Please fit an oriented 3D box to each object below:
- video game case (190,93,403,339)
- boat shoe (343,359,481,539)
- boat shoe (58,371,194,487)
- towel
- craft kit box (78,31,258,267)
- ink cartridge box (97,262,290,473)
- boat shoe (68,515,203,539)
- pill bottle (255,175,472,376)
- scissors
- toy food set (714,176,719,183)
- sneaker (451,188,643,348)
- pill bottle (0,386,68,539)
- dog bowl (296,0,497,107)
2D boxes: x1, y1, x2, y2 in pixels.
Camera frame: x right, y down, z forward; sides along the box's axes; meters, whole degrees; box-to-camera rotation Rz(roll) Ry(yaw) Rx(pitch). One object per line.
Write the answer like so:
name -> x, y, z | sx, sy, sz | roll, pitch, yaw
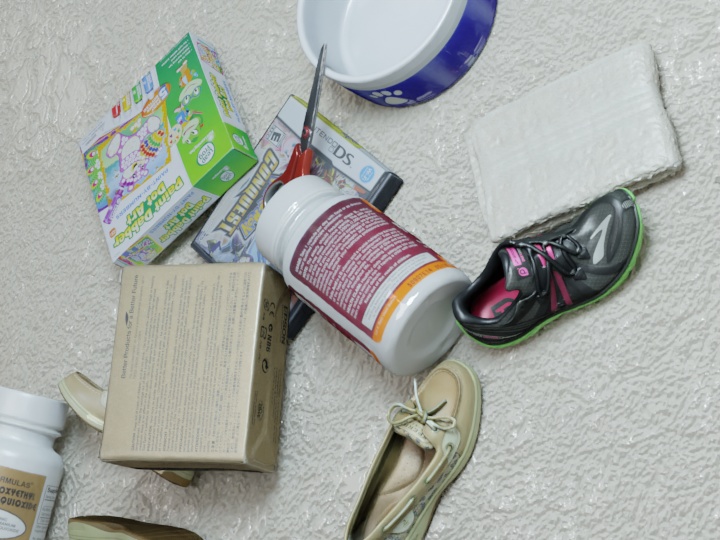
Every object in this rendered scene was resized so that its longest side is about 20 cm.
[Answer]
video game case -> -0.071, -0.059, 1.552 | 0.181, 0.025, 0.200 | 41, 100, 38
boat shoe -> 0.048, 0.173, 1.358 | 0.073, 0.063, 0.200 | 19, 86, 40
boat shoe -> -0.238, 0.153, 1.577 | 0.200, 0.072, 0.065 | 31, 88, 34
towel -> 0.192, -0.111, 1.370 | 0.200, 0.034, 0.133 | -23, 63, 28
craft kit box -> -0.219, -0.132, 1.661 | 0.200, 0.048, 0.198 | -41, 51, 21
ink cartridge box -> -0.162, 0.097, 1.484 | 0.164, 0.075, 0.201 | -1, 75, 23
boat shoe -> -0.225, 0.290, 1.514 | 0.200, 0.073, 0.063 | 1, 86, 48
pill bottle -> 0.000, 0.000, 1.407 | 0.200, 0.114, 0.114 | 38, 98, 31
scissors -> -0.051, -0.124, 1.500 | 0.073, 0.014, 0.200 | 46, 121, 45
toy food set -> 0.379, -0.157, 1.227 | 0.143, 0.060, 0.201 | 10, 80, 38
sneaker -> 0.165, 0.001, 1.317 | 0.200, 0.084, 0.077 | -40, 57, 20
pill bottle -> -0.387, 0.232, 1.628 | 0.114, 0.114, 0.201 | 7, 78, 38
dog bowl -> 0.036, -0.270, 1.511 | 0.200, 0.079, 0.201 | -13, 67, 33
